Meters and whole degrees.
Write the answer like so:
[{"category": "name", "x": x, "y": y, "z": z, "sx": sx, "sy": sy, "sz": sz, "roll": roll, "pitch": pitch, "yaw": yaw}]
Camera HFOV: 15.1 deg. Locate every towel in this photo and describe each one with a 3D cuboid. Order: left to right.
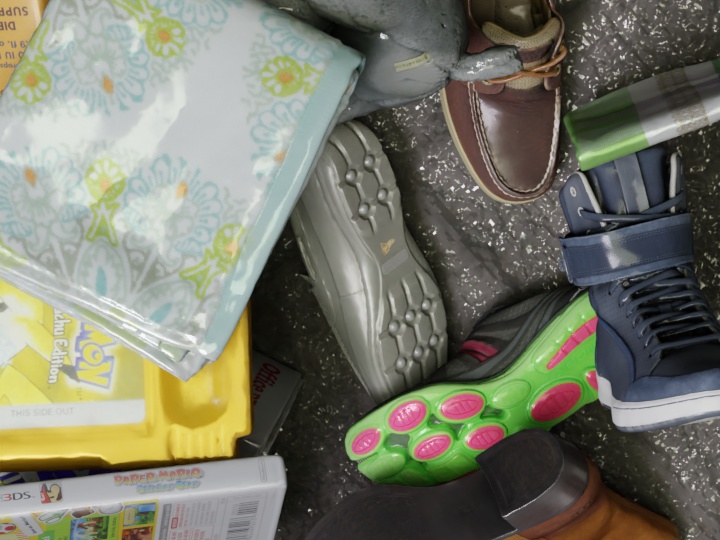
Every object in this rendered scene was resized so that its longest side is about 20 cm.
[{"category": "towel", "x": -0.113, "y": -0.063, "z": 1.448, "sx": 0.170, "sy": 0.048, "sz": 0.201, "roll": 27, "pitch": 85, "yaw": 3}, {"category": "towel", "x": 0.210, "y": -0.111, "z": 1.526, "sx": 0.199, "sy": 0.149, "sz": 0.031, "roll": -21, "pitch": 97, "yaw": 5}]

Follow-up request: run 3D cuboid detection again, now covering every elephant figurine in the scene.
[{"category": "elephant figurine", "x": -0.013, "y": -0.189, "z": 1.562, "sx": 0.141, "sy": 0.201, "sz": 0.155, "roll": -31, "pitch": 131, "yaw": 25}]

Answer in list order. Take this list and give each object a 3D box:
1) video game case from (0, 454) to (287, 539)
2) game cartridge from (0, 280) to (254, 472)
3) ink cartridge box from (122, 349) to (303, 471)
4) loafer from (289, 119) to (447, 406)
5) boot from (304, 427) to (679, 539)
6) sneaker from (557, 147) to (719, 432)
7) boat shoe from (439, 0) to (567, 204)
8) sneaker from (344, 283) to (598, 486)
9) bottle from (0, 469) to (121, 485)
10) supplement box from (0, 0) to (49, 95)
[{"category": "video game case", "x": -0.140, "y": 0.160, "z": 1.528, "sx": 0.181, "sy": 0.200, "sz": 0.023, "roll": -6, "pitch": 65, "yaw": -10}, {"category": "game cartridge", "x": -0.159, "y": 0.021, "z": 1.484, "sx": 0.199, "sy": 0.032, "sz": 0.178, "roll": -3, "pitch": 89, "yaw": 4}, {"category": "ink cartridge box", "x": -0.148, "y": 0.073, "z": 1.642, "sx": 0.199, "sy": 0.145, "sz": 0.084, "roll": 27, "pitch": 107, "yaw": 0}, {"category": "loafer", "x": 0.000, "y": 0.000, "z": 1.649, "sx": 0.070, "sy": 0.070, "sz": 0.201, "roll": 6, "pitch": 118, "yaw": 47}, {"category": "boot", "x": 0.078, "y": 0.169, "z": 1.632, "sx": 0.188, "sy": 0.200, "sz": 0.069, "roll": -33, "pitch": 60, "yaw": 11}, {"category": "sneaker", "x": 0.162, "y": 0.009, "z": 1.488, "sx": 0.076, "sy": 0.202, "sz": 0.147, "roll": -8, "pitch": 97, "yaw": -9}, {"category": "boat shoe", "x": 0.085, "y": -0.134, "z": 1.583, "sx": 0.072, "sy": 0.072, "sz": 0.201, "roll": -7, "pitch": 101, "yaw": -10}, {"category": "sneaker", "x": 0.083, "y": 0.070, "z": 1.631, "sx": 0.199, "sy": 0.084, "sz": 0.077, "roll": -28, "pitch": 107, "yaw": -2}, {"category": "bottle", "x": -0.177, "y": 0.097, "z": 1.541, "sx": 0.199, "sy": 0.065, "sz": 0.084, "roll": -31, "pitch": 105, "yaw": 13}, {"category": "supplement box", "x": -0.181, "y": -0.088, "z": 1.533, "sx": 0.066, "sy": 0.069, "sz": 0.201, "roll": 1, "pitch": 114, "yaw": 24}]
